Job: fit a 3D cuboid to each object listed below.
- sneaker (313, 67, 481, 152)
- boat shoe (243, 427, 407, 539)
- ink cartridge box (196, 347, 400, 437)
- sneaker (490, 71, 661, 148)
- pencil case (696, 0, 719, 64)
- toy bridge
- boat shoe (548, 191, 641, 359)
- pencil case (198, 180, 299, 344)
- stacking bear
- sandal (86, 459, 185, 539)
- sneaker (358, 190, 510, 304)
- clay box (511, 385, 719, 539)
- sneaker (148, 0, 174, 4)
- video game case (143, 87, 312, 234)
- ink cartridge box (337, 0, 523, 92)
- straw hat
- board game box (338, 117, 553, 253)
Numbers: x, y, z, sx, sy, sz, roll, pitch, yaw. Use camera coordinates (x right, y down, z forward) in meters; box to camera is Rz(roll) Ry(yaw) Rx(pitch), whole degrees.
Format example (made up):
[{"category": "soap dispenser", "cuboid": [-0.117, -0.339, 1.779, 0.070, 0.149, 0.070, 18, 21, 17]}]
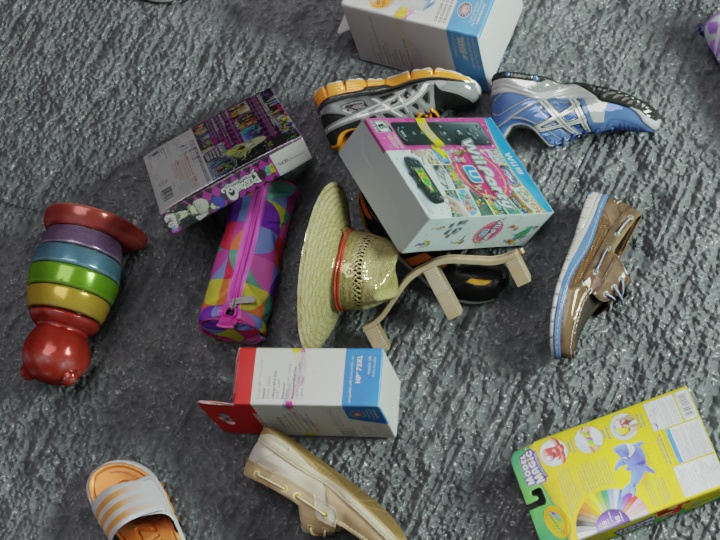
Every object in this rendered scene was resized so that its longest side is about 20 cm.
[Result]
[{"category": "sneaker", "cuboid": [0.046, -0.188, 1.741, 0.198, 0.078, 0.078, -8, 78, 12]}, {"category": "boat shoe", "cuboid": [-0.041, 0.248, 1.569, 0.200, 0.074, 0.069, 35, 91, 23]}, {"category": "ink cartridge box", "cuboid": [-0.064, 0.132, 1.593, 0.198, 0.116, 0.068, 0, 67, 11]}, {"category": "sneaker", "cuboid": [0.244, -0.176, 1.698, 0.199, 0.076, 0.078, 10, 91, 16]}, {"category": "pencil case", "cuboid": [0.457, -0.216, 1.652, 0.083, 0.086, 0.201, -25, 65, 3]}, {"category": "toy bridge", "cuboid": [0.090, 0.020, 1.619, 0.199, 0.027, 0.068, -27, 98, 14]}, {"category": "boat shoe", "cuboid": [0.256, 0.007, 1.604, 0.072, 0.072, 0.201, 13, 70, 16]}, {"category": "pencil case", "cuboid": [-0.127, -0.013, 1.689, 0.088, 0.088, 0.201, 5, 67, 14]}, {"category": "stacking bear", "cuboid": [-0.334, 0.035, 1.703, 0.120, 0.114, 0.201, 6, 73, 15]}, {"category": "sandal", "cuboid": [-0.231, 0.282, 1.595, 0.079, 0.059, 0.207, -36, 64, -5]}, {"category": "sneaker", "cuboid": [0.076, -0.033, 1.650, 0.199, 0.090, 0.070, 33, 77, 22]}, {"category": "clay box", "cuboid": [0.265, 0.210, 1.528, 0.199, 0.048, 0.116, -21, 64, 4]}, {"category": "sneaker", "cuboid": [-0.287, -0.392, 1.892, 0.198, 0.079, 0.074, 2, 65, 11]}, {"category": "video game case", "cuboid": [-0.158, -0.131, 1.713, 0.180, 0.036, 0.200, -29, 26, -2]}, {"category": "ink cartridge box", "cuboid": [0.075, -0.317, 1.755, 0.199, 0.125, 0.129, 16, 71, 18]}, {"category": "straw hat", "cuboid": [0.000, 0.000, 1.596, 0.084, 0.201, 0.202, 8, 69, 13]}, {"category": "board game box", "cuboid": [0.095, -0.096, 1.623, 0.064, 0.199, 0.148, -51, 58, 36]}]
